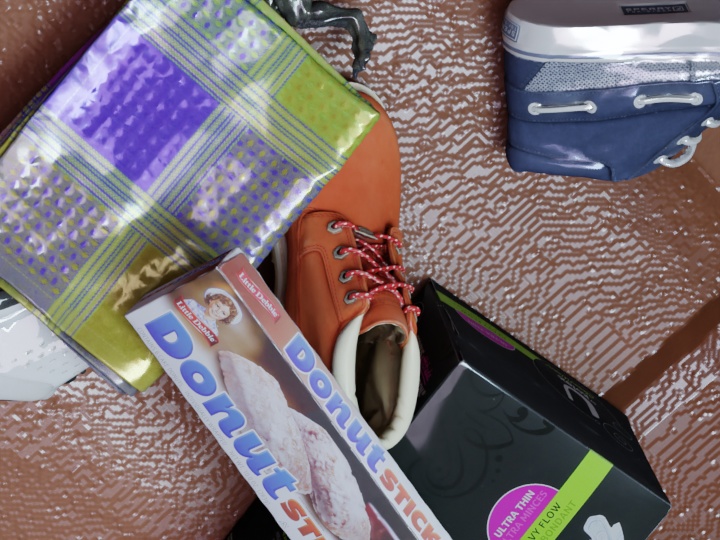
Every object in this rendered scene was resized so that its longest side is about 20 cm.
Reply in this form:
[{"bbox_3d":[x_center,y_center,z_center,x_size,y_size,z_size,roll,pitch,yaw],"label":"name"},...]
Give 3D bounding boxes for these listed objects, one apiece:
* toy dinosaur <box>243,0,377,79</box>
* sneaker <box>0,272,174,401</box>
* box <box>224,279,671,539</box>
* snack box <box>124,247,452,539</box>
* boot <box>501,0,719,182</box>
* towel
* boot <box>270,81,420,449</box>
[{"bbox_3d":[-0.025,-0.153,1.468,0.088,0.047,0.200,22,102,-7],"label":"toy dinosaur"},{"bbox_3d":[-0.151,0.021,1.508,0.199,0.074,0.080,-13,125,2],"label":"sneaker"},{"bbox_3d":[0.041,0.138,1.537,0.148,0.124,0.200,34,103,-17],"label":"box"},{"bbox_3d":[-0.031,0.084,1.423,0.072,0.024,0.200,-26,105,40],"label":"snack box"},{"bbox_3d":[0.172,-0.097,1.505,0.199,0.073,0.091,1,117,1],"label":"boot"},{"bbox_3d":[-0.103,-0.050,1.445,0.144,0.023,0.200,43,92,0],"label":"towel"},{"bbox_3d":[0.000,0.000,1.471,0.075,0.107,0.201,7,85,-27],"label":"boot"}]
